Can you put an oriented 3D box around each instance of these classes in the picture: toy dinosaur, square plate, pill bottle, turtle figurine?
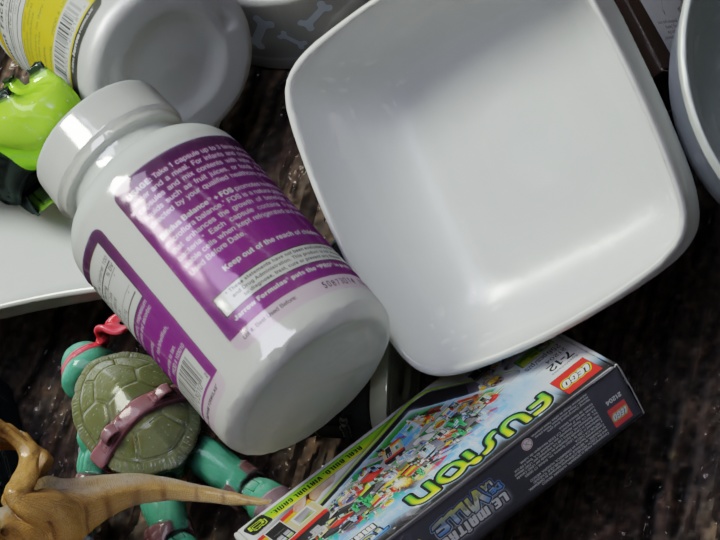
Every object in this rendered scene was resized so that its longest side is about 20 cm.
[{"bbox_3d":[-0.161,0.124,1.375,0.200,0.060,0.106,-23,74,-32],"label":"toy dinosaur"},{"bbox_3d":[-0.174,-0.040,1.576,0.199,0.028,0.198,-11,40,20],"label":"square plate"},{"bbox_3d":[-0.084,-0.007,1.407,0.112,0.112,0.200,-41,66,-1],"label":"pill bottle"},{"bbox_3d":[-0.115,0.100,1.463,0.150,0.101,0.200,-41,60,-1],"label":"turtle figurine"},{"bbox_3d":[-0.158,-0.155,1.587,0.111,0.111,0.200,-47,40,-4],"label":"pill bottle"}]

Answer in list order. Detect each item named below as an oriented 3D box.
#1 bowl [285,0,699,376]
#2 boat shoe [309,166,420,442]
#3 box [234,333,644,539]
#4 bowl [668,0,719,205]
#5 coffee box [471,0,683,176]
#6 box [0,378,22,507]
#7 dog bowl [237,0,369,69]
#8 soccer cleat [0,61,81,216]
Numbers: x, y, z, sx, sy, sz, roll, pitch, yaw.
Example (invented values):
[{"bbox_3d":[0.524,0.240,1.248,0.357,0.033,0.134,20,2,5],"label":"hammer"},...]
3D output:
[{"bbox_3d":[0.076,-0.062,1.385,0.200,0.075,0.200,-28,82,30],"label":"bowl"},{"bbox_3d":[0.000,0.000,1.474,0.067,0.072,0.201,-3,65,23],"label":"boat shoe"},{"bbox_3d":[0.040,0.106,1.368,0.200,0.035,0.110,-37,24,-12],"label":"box"},{"bbox_3d":[0.237,-0.091,1.375,0.200,0.090,0.202,5,76,-19],"label":"bowl"},{"bbox_3d":[0.101,-0.166,1.455,0.114,0.080,0.200,-35,73,31],"label":"coffee box"},{"bbox_3d":[-0.251,0.134,1.472,0.107,0.148,0.200,-28,55,9],"label":"box"},{"bbox_3d":[-0.033,-0.224,1.621,0.199,0.059,0.201,-11,60,19],"label":"dog bowl"},{"bbox_3d":[-0.218,-0.068,1.562,0.067,0.081,0.200,-41,18,-30],"label":"soccer cleat"}]
